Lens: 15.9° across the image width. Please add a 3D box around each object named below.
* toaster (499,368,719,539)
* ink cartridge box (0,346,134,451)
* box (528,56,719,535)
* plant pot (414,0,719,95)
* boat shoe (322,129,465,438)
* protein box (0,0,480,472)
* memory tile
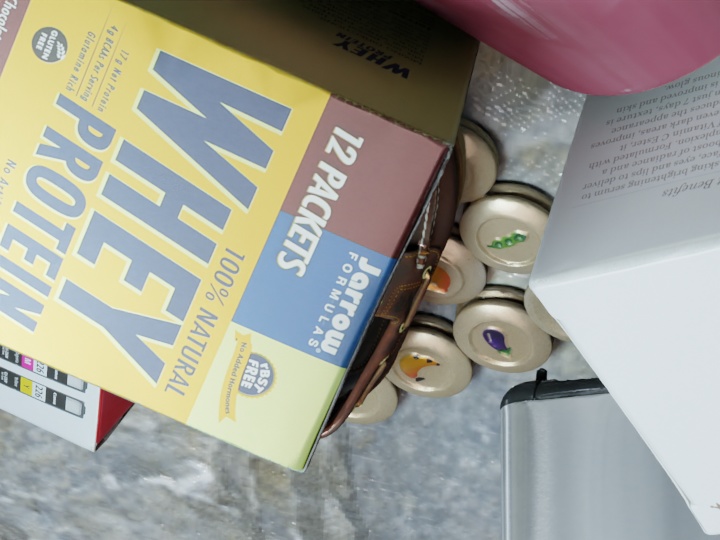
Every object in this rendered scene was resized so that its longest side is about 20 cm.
[{"bbox_3d":[0.169,0.109,1.163,0.181,0.119,0.200,-7,161,26],"label":"toaster"},{"bbox_3d":[-0.130,-0.027,1.168,0.175,0.084,0.200,23,132,16],"label":"ink cartridge box"},{"bbox_3d":[0.166,-0.024,1.008,0.106,0.200,0.152,-13,130,33],"label":"box"},{"bbox_3d":[0.066,-0.161,0.922,0.200,0.200,0.179,-11,145,31],"label":"plant pot"},{"bbox_3d":[0.000,0.000,1.176,0.070,0.070,0.200,17,137,5],"label":"boat shoe"},{"bbox_3d":[-0.073,-0.056,0.959,0.198,0.200,0.135,24,110,-3],"label":"protein box"},{"bbox_3d":[0.017,0.005,1.239,0.200,0.017,0.153,-23,123,38],"label":"memory tile"}]
